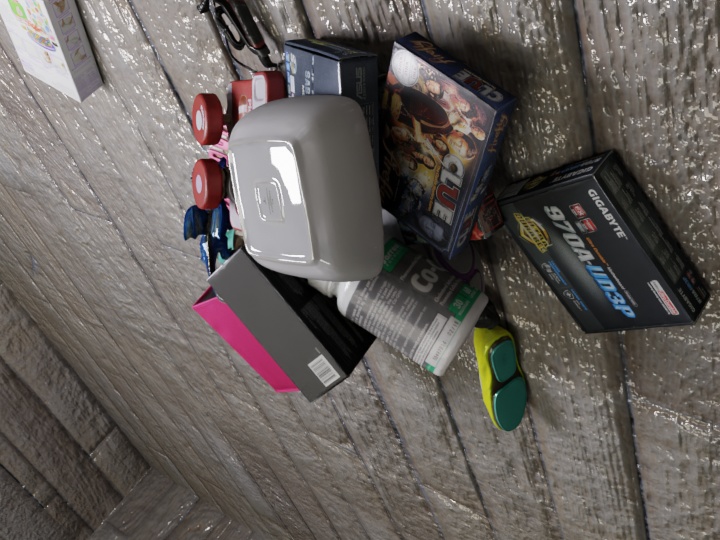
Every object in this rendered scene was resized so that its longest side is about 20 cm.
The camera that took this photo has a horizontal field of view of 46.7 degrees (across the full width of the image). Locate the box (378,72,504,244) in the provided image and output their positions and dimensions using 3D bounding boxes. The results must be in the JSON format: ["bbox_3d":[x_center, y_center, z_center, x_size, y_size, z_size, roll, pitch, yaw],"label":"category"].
[{"bbox_3d":[0.072,-0.129,0.944,0.136,0.040,0.202,-3,114,52],"label":"box"}]

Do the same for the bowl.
[{"bbox_3d":[-0.071,-0.081,0.900,0.199,0.074,0.203,9,114,49],"label":"bowl"}]

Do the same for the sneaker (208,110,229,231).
[{"bbox_3d":[-0.172,-0.159,1.227,0.073,0.087,0.202,28,126,20],"label":"sneaker"}]

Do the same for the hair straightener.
[{"bbox_3d":[-0.163,-0.325,1.026,0.076,0.041,0.201,9,142,45],"label":"hair straightener"}]

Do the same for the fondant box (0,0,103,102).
[{"bbox_3d":[-0.505,-0.386,1.339,0.143,0.058,0.201,30,150,21],"label":"fondant box"}]

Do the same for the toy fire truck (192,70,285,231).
[{"bbox_3d":[-0.138,-0.147,1.061,0.168,0.111,0.203,18,109,61],"label":"toy fire truck"}]

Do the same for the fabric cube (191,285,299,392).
[{"bbox_3d":[-0.101,0.045,1.285,0.200,0.200,0.196,46,151,-14],"label":"fabric cube"}]

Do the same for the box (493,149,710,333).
[{"bbox_3d":[0.256,-0.022,0.903,0.201,0.046,0.158,51,152,-15],"label":"box"}]

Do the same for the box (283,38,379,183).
[{"bbox_3d":[-0.034,-0.153,0.950,0.158,0.050,0.202,37,134,55],"label":"box"}]

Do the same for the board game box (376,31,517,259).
[{"bbox_3d":[0.076,-0.126,0.874,0.135,0.034,0.201,39,141,25],"label":"board game box"}]

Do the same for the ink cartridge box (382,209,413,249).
[{"bbox_3d":[0.000,0.000,1.109,0.198,0.057,0.164,-13,109,29],"label":"ink cartridge box"}]

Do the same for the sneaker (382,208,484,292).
[{"bbox_3d":[0.080,-0.027,1.085,0.200,0.075,0.100,46,143,12],"label":"sneaker"}]

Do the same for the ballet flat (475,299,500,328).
[{"bbox_3d":[0.111,0.062,1.185,0.057,0.067,0.199,43,156,-29],"label":"ballet flat"}]

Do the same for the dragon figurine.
[{"bbox_3d":[-0.208,-0.058,1.155,0.058,0.202,0.100,-3,152,10],"label":"dragon figurine"}]

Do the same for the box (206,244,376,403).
[{"bbox_3d":[-0.077,0.043,1.054,0.079,0.141,0.201,-38,94,32],"label":"box"}]

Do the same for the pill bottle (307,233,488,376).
[{"bbox_3d":[0.042,0.028,1.000,0.199,0.113,0.113,32,151,9],"label":"pill bottle"}]

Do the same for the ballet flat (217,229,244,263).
[{"bbox_3d":[-0.209,-0.071,1.415,0.070,0.068,0.201,14,149,-1],"label":"ballet flat"}]

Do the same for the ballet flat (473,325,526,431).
[{"bbox_3d":[0.198,0.149,1.211,0.067,0.066,0.201,43,158,45],"label":"ballet flat"}]
